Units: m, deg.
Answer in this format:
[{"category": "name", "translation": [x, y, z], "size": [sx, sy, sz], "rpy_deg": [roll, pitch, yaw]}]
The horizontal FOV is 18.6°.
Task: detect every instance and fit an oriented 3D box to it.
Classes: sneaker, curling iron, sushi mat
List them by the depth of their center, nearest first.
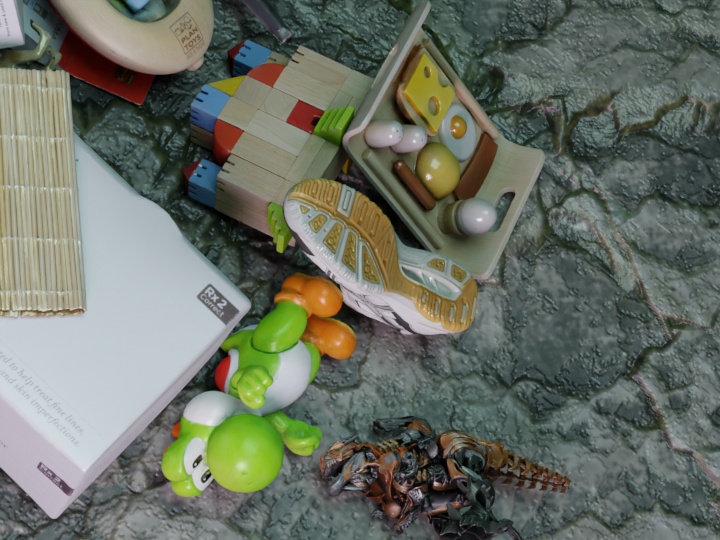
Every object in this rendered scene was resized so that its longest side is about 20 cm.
[{"category": "sushi mat", "translation": [-0.256, -0.060, 1.627], "size": [0.095, 0.012, 0.201], "rpy_deg": [1, 67, -19]}, {"category": "sneaker", "translation": [0.000, 0.000, 1.776], "size": [0.200, 0.087, 0.076], "rpy_deg": [36, 59, -29]}, {"category": "curling iron", "translation": [-0.114, -0.274, 1.888], "size": [0.025, 0.050, 0.201], "rpy_deg": [0, 54, -55]}]

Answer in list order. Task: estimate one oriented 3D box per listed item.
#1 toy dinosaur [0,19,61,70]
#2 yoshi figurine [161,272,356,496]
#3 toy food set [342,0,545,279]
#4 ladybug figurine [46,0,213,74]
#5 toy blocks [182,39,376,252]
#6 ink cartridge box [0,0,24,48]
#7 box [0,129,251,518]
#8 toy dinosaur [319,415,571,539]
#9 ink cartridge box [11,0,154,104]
[{"category": "toy dinosaur", "translation": [-0.282, -0.147, 1.747], "size": [0.200, 0.058, 0.101], "rpy_deg": [33, 79, 35]}, {"category": "yoshi figurine", "translation": [-0.070, 0.103, 1.723], "size": [0.112, 0.112, 0.200], "rpy_deg": [42, 64, -7]}, {"category": "toy food set", "translation": [0.076, -0.108, 1.845], "size": [0.200, 0.060, 0.144], "rpy_deg": [50, 55, -36]}, {"category": "ladybug figurine", "translation": [-0.204, -0.239, 1.803], "size": [0.200, 0.072, 0.136], "rpy_deg": [51, 55, -10]}, {"category": "toy blocks", "translation": [-0.079, -0.116, 1.824], "size": [0.136, 0.100, 0.201], "rpy_deg": [25, 60, 9]}, {"category": "ink cartridge box", "translation": [-0.368, -0.235, 1.712], "size": [0.199, 0.085, 0.145], "rpy_deg": [-8, 45, -3]}, {"category": "box", "translation": [-0.228, 0.041, 1.675], "size": [0.199, 0.131, 0.200], "rpy_deg": [43, 61, 2]}, {"category": "toy dinosaur", "translation": [0.071, 0.170, 1.756], "size": [0.199, 0.102, 0.136], "rpy_deg": [-12, 54, -2]}, {"category": "ink cartridge box", "translation": [-0.243, -0.250, 1.840], "size": [0.199, 0.047, 0.161], "rpy_deg": [24, 62, -7]}]
